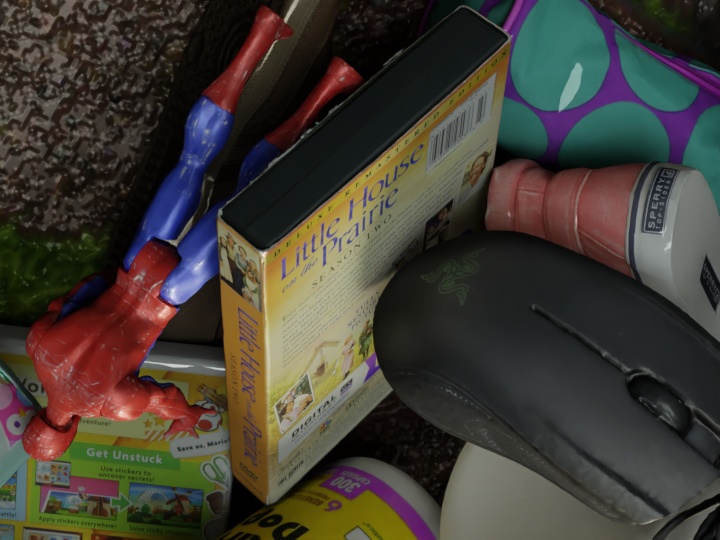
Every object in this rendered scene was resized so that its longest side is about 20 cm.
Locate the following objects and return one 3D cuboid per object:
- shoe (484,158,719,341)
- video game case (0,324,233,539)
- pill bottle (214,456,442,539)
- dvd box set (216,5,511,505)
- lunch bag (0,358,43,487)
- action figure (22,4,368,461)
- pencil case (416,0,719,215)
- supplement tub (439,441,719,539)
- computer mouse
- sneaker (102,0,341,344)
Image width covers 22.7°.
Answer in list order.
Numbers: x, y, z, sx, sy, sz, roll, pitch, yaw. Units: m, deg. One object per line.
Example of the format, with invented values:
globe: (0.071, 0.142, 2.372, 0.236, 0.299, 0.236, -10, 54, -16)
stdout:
shoe: (0.123, 0.013, 0.823, 0.200, 0.090, 0.072, 55, 50, -53)
video game case: (-0.161, 0.112, 0.837, 0.198, 0.023, 0.183, 6, 111, -2)
pill bottle: (-0.048, 0.170, 0.787, 0.199, 0.104, 0.105, -30, 123, -40)
dvd box set: (0.000, 0.000, 0.759, 0.146, 0.029, 0.201, -43, 157, -25)
lunch bag: (-0.246, 0.074, 0.747, 0.200, 0.122, 0.170, -44, 92, 7)
action figure: (-0.069, -0.003, 0.740, 0.065, 0.099, 0.201, 37, 91, 15)
pencil case: (0.124, -0.074, 0.816, 0.199, 0.085, 0.093, 25, 124, -23)
supplement tub: (0.144, 0.139, 0.799, 0.144, 0.145, 0.200, -43, 125, 6)
computer mouse: (0.095, 0.036, 0.698, 0.139, 0.199, 0.053, -57, 159, -25)
sneaker: (-0.047, -0.056, 0.800, 0.075, 0.071, 0.201, 16, 115, -32)
